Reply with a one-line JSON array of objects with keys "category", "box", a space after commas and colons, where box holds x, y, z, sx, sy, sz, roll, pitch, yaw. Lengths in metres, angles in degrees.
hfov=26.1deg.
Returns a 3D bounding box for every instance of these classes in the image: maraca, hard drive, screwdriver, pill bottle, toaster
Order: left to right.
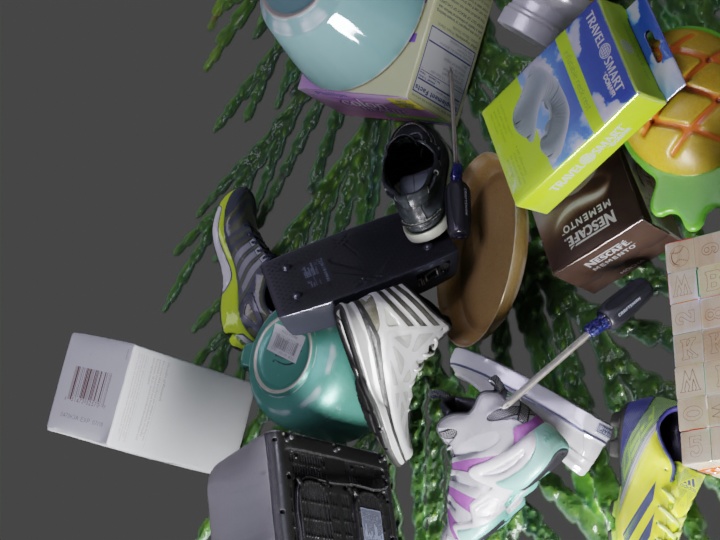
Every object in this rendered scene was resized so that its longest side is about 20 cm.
[{"category": "toaster", "box": [-0.050, 0.279, 1.591, 0.118, 0.180, 0.201, -29, 58, 37]}, {"category": "hard drive", "box": [0.000, 0.000, 1.649, 0.199, 0.043, 0.135, -21, 30, -4]}, {"category": "screwdriver", "box": [0.103, -0.125, 1.634, 0.028, 0.029, 0.202, 115, 161, -64]}, {"category": "pill bottle", "box": [0.223, -0.330, 1.617, 0.104, 0.104, 0.201, 36, 99, 43]}, {"category": "screwdriver", "box": [0.203, 0.066, 1.457, 0.199, 0.029, 0.028, -34, 46, -26]}, {"category": "maraca", "box": [0.313, -0.137, 1.468, 0.136, 0.107, 0.202, -17, 72, 19]}]

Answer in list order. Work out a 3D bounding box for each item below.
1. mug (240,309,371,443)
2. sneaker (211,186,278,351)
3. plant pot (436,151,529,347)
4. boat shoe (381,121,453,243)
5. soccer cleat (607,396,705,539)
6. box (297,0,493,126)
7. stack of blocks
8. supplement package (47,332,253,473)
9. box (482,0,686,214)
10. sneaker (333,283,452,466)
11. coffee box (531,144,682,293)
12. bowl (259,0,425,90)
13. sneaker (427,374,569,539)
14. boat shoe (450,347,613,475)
[{"category": "mug", "box": [-0.060, 0.111, 1.701, 0.184, 0.114, 0.153, -33, 55, 28]}, {"category": "sneaker", "box": [-0.121, -0.007, 1.840, 0.080, 0.074, 0.202, -18, 69, 26]}, {"category": "plant pot", "box": [0.128, -0.020, 1.591, 0.200, 0.027, 0.202, -172, 90, -71]}, {"category": "boat shoe", "box": [0.055, -0.114, 1.673, 0.074, 0.066, 0.200, -19, 37, 17]}, {"category": "soccer cleat", "box": [0.272, 0.212, 1.408, 0.083, 0.065, 0.202, -11, 68, 31]}, {"category": "box", "box": [0.046, -0.278, 1.762, 0.175, 0.096, 0.202, 10, 81, 43]}, {"category": "stack of blocks", "box": [0.328, 0.079, 1.369, 0.058, 0.115, 0.202, -15, 66, 37]}, {"category": "supplement package", "box": [-0.238, 0.156, 1.783, 0.116, 0.199, 0.118, 6, 78, 42]}, {"category": "box", "box": [0.208, -0.161, 1.475, 0.200, 0.047, 0.123, -45, 49, 37]}, {"category": "sneaker", "box": [0.053, 0.105, 1.605, 0.115, 0.202, 0.076, -22, 29, -11]}, {"category": "coffee box", "box": [0.227, -0.095, 1.545, 0.113, 0.080, 0.201, -33, 55, 28]}, {"category": "bowl", "box": [-0.035, -0.310, 1.707, 0.200, 0.105, 0.202, -17, 64, 38]}, {"category": "sneaker", "box": [0.106, 0.178, 1.510, 0.140, 0.077, 0.200, 49, 129, 17]}, {"category": "boat shoe", "box": [0.155, 0.137, 1.531, 0.199, 0.073, 0.066, 28, 89, 45]}]
